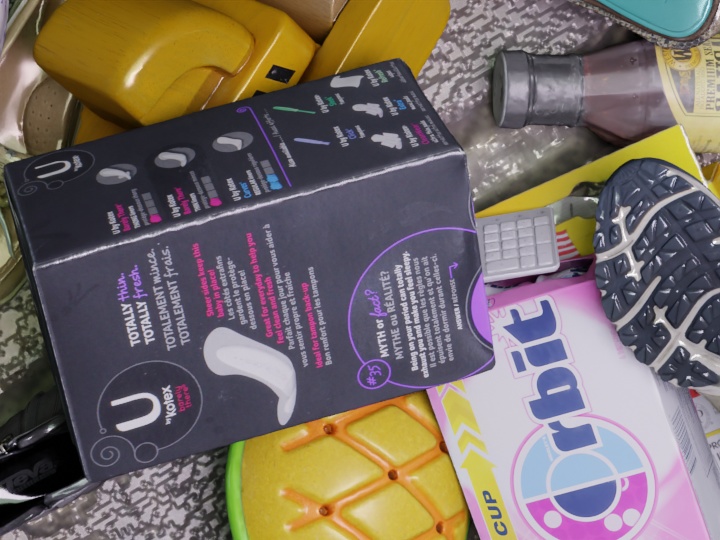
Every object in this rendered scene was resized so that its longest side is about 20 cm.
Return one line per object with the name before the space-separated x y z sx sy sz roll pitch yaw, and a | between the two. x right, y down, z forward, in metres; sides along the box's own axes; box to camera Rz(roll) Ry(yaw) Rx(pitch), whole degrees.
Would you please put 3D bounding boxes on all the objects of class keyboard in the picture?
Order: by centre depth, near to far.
keyboard | 0.000 0.000 1.304 0.199 0.056 0.011 -10 117 6

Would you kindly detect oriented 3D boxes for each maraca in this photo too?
maraca | -0.004 0.090 1.328 0.136 0.107 0.201 10 73 -27

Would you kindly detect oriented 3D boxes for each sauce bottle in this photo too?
sauce bottle | 0.170 -0.093 1.374 0.199 0.066 0.067 -1 89 -9

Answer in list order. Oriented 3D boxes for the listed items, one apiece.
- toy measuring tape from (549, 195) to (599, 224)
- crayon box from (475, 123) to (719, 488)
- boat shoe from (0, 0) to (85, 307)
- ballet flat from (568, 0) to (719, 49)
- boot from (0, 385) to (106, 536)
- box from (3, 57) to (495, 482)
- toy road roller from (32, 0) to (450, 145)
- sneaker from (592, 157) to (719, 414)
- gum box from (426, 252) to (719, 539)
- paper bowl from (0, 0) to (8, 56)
toy measuring tape | 0.180 -0.027 1.372 0.199 0.074 0.074 0 89 -8
crayon box | 0.156 0.032 1.344 0.126 0.051 0.201 -22 99 20
boat shoe | -0.173 -0.077 1.328 0.073 0.063 0.201 17 87 -7
ballet flat | 0.102 -0.175 1.361 0.199 0.075 0.068 28 102 5
boot | -0.121 0.075 1.298 0.200 0.132 0.070 -38 93 -7
box | -0.051 -0.002 1.200 0.199 0.106 0.123 -15 121 -9
toy road roller | -0.067 -0.108 1.285 0.146 0.123 0.201 41 79 -44
sneaker | 0.179 0.026 1.262 0.077 0.086 0.200 -32 105 19
gum box | 0.110 0.090 1.309 0.113 0.066 0.201 -17 100 19
paper bowl | -0.273 -0.134 1.292 0.199 0.104 0.202 0 86 -4
